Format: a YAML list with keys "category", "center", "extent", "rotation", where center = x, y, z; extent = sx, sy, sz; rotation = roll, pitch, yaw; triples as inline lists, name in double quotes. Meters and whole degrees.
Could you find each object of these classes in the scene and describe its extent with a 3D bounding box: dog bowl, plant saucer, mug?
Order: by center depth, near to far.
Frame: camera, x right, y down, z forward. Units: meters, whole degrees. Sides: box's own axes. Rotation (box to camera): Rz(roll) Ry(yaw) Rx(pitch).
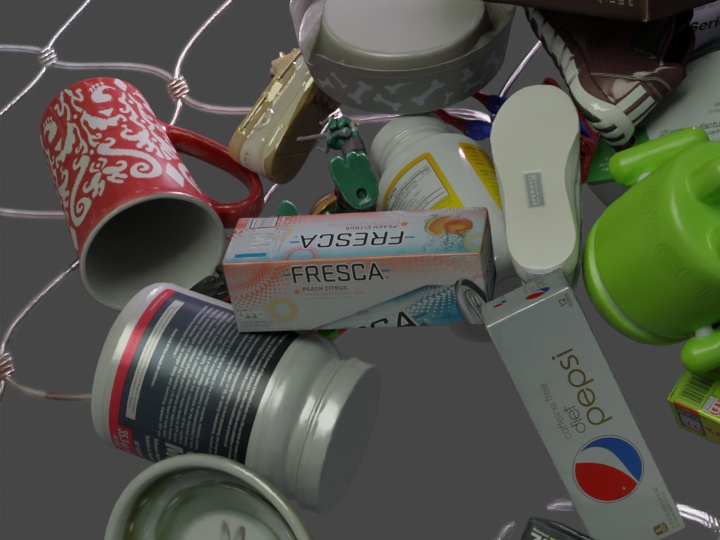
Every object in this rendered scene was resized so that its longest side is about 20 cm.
- category: "plant saucer"
  center: [-0.104, 0.234, 1.293]
  extent: [0.199, 0.050, 0.201]
  rotation: [4, 100, 27]
- category: "dog bowl"
  center: [0.038, -0.210, 1.474]
  extent: [0.199, 0.059, 0.201]
  rotation: [-3, 42, 3]
- category: "mug"
  center: [-0.200, -0.072, 1.551]
  extent: [0.134, 0.177, 0.200]
  rotation: [-59, 41, 27]

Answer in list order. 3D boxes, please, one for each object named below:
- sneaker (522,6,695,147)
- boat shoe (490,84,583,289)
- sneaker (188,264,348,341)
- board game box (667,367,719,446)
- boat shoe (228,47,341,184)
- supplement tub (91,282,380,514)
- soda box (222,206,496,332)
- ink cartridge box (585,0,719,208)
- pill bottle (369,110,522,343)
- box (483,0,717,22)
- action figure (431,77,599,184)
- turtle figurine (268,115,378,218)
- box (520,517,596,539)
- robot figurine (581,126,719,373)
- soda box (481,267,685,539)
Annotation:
- category: "sneaker"
  center: [0.211, -0.194, 1.369]
  extent: [0.115, 0.076, 0.200]
  rotation: [-37, 45, 16]
- category: "boat shoe"
  center: [0.143, -0.057, 1.308]
  extent: [0.072, 0.069, 0.201]
  rotation: [-10, 49, 5]
- category: "sneaker"
  center: [-0.096, 0.029, 1.446]
  extent: [0.199, 0.077, 0.084]
  rotation: [-6, 60, 18]
- category: "board game box"
  center: [0.328, 0.047, 1.269]
  extent: [0.101, 0.048, 0.200]
  rotation: [25, 71, 34]
- category: "boat shoe"
  center: [-0.056, -0.172, 1.557]
  extent: [0.069, 0.074, 0.200]
  rotation: [19, 61, 25]
- category: "supplement tub"
  center: [-0.098, 0.102, 1.339]
  extent: [0.199, 0.140, 0.141]
  rotation: [18, 66, 15]
- category: "soda box"
  center: [0.000, 0.000, 1.278]
  extent: [0.199, 0.069, 0.064]
  rotation: [-2, 35, 13]
- category: "ink cartridge box"
  center: [0.282, -0.141, 1.366]
  extent: [0.146, 0.083, 0.201]
  rotation: [-9, 52, 43]
- category: "pill bottle"
  center: [0.079, -0.042, 1.400]
  extent: [0.104, 0.104, 0.200]
  rotation: [-31, 51, 2]
- category: "box"
  center: [0.192, -0.297, 1.315]
  extent: [0.164, 0.167, 0.200]
  rotation: [-22, 28, -40]
- category: "action figure"
  center: [0.137, -0.132, 1.442]
  extent: [0.200, 0.099, 0.065]
  rotation: [30, 74, 33]
- category: "turtle figurine"
  center: [-0.031, -0.053, 1.417]
  extent: [0.100, 0.200, 0.150]
  rotation: [32, 90, -4]
- category: "box"
  center: [0.172, 0.281, 1.148]
  extent: [0.200, 0.049, 0.162]
  rotation: [23, 93, 34]
- category: "robot figurine"
  center: [0.237, -0.017, 1.226]
  extent: [0.115, 0.200, 0.176]
  rotation: [-12, 73, -29]
- category: "soda box"
  center: [0.159, 0.104, 1.214]
  extent: [0.068, 0.201, 0.064]
  rotation: [-26, 11, 6]
